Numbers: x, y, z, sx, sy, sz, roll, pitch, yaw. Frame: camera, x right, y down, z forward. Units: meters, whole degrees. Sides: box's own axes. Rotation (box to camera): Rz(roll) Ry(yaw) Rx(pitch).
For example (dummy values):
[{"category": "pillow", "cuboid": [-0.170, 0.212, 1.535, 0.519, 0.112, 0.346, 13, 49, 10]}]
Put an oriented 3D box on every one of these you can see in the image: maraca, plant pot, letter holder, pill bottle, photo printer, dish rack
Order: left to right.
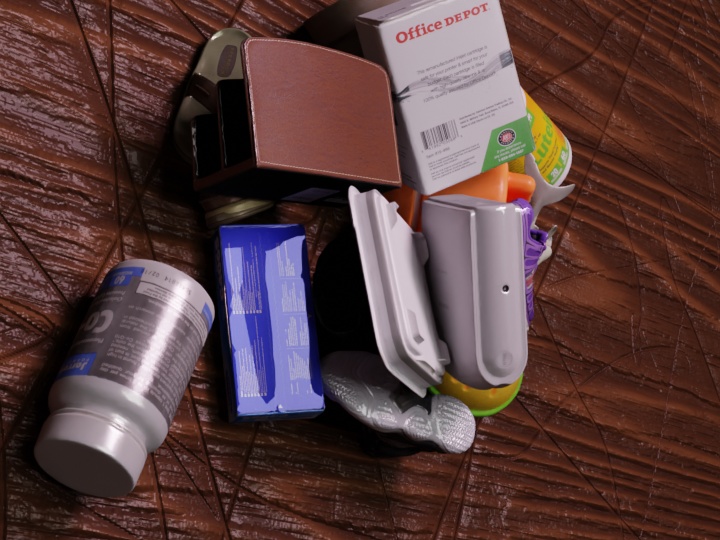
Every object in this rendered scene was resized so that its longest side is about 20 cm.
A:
[{"category": "pill bottle", "cuboid": [-0.217, 0.099, 1.346, 0.114, 0.114, 0.200, 43, 47, -28]}, {"category": "letter holder", "cuboid": [-0.068, -0.151, 1.509, 0.200, 0.100, 0.143, 4, 75, -44]}, {"category": "dish rack", "cuboid": [0.045, 0.019, 1.512, 0.172, 0.043, 0.201, 45, 32, -65]}, {"category": "plant pot", "cuboid": [0.060, -0.263, 1.726, 0.200, 0.200, 0.174, -39, 103, -48]}, {"category": "maraca", "cuboid": [0.108, 0.080, 1.721, 0.137, 0.107, 0.200, -39, 89, -32]}, {"category": "photo printer", "cuboid": [0.119, 0.024, 1.560, 0.069, 0.166, 0.201, -6, 99, -16]}, {"category": "pill bottle", "cuboid": [0.176, -0.179, 1.866, 0.200, 0.111, 0.111, 39, 49, -45]}]

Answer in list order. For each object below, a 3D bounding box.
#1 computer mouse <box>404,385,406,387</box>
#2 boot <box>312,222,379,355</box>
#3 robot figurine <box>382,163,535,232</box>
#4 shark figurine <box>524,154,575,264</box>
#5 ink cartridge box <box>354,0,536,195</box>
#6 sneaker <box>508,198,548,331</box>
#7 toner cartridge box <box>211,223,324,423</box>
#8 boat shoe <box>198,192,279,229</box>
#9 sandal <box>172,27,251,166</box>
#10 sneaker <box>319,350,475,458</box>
[{"category": "computer mouse", "cuboid": [0.071, 0.047, 1.663, 0.034, 0.058, 0.201, 15, 92, -74]}, {"category": "boot", "cuboid": [0.000, 0.000, 1.592, 0.168, 0.076, 0.201, 76, 21, -65]}, {"category": "robot figurine", "cuboid": [0.103, -0.087, 1.733, 0.117, 0.199, 0.144, -85, -179, -68]}, {"category": "shark figurine", "cuboid": [0.194, -0.053, 1.870, 0.089, 0.215, 0.128, 37, 73, 18]}, {"category": "ink cartridge box", "cuboid": [0.093, -0.205, 1.618, 0.146, 0.083, 0.201, -22, 112, -14]}, {"category": "sneaker", "cuboid": [0.184, -0.004, 1.691, 0.083, 0.081, 0.200, -35, 146, -15]}, {"category": "toner cartridge box", "cuboid": [-0.097, 0.054, 1.522, 0.095, 0.043, 0.201, -2, 74, -18]}, {"category": "boat shoe", "cuboid": [-0.098, -0.104, 1.589, 0.200, 0.072, 0.068, -26, 96, -47]}, {"category": "sandal", "cuboid": [-0.151, -0.187, 1.555, 0.079, 0.057, 0.202, 10, 57, -8]}, {"category": "sneaker", "cuboid": [0.018, 0.153, 1.590, 0.200, 0.114, 0.076, 27, 61, -25]}]
